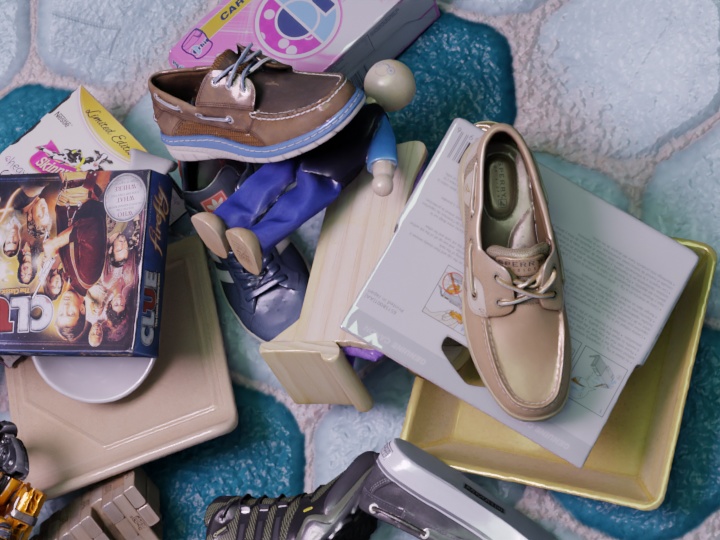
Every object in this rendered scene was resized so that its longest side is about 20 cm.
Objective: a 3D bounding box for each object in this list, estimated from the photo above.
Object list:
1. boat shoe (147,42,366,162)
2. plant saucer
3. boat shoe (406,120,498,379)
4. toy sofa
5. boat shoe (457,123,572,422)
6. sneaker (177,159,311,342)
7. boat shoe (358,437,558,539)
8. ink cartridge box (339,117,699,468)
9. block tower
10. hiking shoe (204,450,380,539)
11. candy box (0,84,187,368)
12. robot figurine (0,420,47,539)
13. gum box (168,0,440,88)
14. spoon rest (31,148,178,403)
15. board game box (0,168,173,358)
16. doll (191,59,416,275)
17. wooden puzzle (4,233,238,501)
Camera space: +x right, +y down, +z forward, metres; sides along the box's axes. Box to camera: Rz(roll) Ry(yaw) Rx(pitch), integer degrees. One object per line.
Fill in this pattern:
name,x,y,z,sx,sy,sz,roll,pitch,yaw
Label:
boat shoe,-0.086,-0.125,1.330,0.199,0.073,0.072,-5,37,40
plant saucer,0.148,0.066,1.324,0.199,0.048,0.201,10,74,22
boat shoe,0.070,-0.022,1.320,0.073,0.063,0.202,16,76,22
toy sofa,0.000,0.000,1.356,0.097,0.083,0.201,0,58,20
boat shoe,0.102,0.002,1.215,0.071,0.065,0.201,-10,81,-4
sneaker,-0.098,-0.031,1.418,0.075,0.085,0.201,-31,65,5
boat shoe,0.086,0.199,1.269,0.200,0.070,0.066,34,100,1
ink cartridge box,0.111,0.017,1.267,0.199,0.044,0.174,30,82,2
block tower,-0.239,0.228,1.374,0.200,0.058,0.054,-34,108,5
hiking shoe,-0.067,0.191,1.332,0.200,0.076,0.101,-43,67,0
candy box,-0.256,-0.038,1.465,0.200,0.061,0.136,-42,56,-8
robot figurine,-0.302,0.178,1.370,0.200,0.058,0.146,13,78,55
gum box,-0.048,-0.189,1.462,0.200,0.066,0.113,-43,65,-7
spoon rest,-0.189,0.002,1.378,0.099,0.061,0.201,16,83,-4
board game box,-0.238,-0.004,1.349,0.199,0.035,0.136,-1,80,25
doll,-0.028,-0.082,1.338,0.136,0.049,0.200,24,62,42
wooden puzzle,-0.192,0.080,1.424,0.184,0.037,0.201,-21,52,10
